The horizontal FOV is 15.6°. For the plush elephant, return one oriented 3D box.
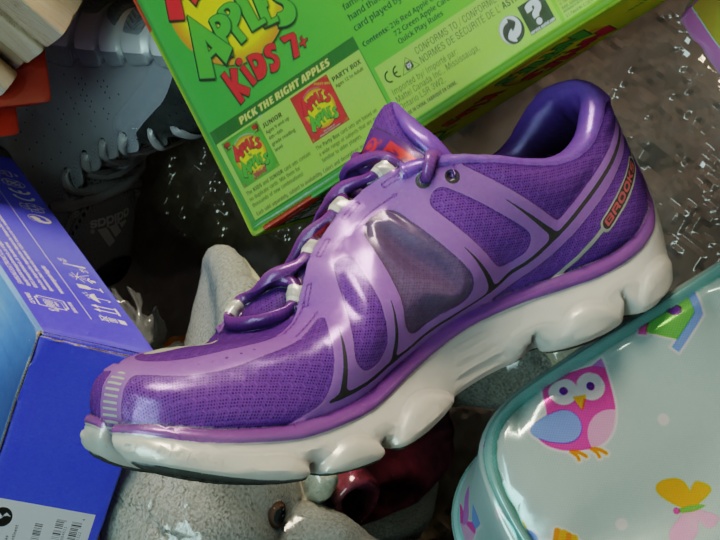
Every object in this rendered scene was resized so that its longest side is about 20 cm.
[{"bbox_3d":[-0.023,0.076,0.867,0.199,0.155,0.165,21,110,3],"label":"plush elephant"}]

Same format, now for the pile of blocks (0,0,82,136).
[{"bbox_3d":[-0.122,-0.090,0.898,0.062,0.082,0.200,40,106,-20],"label":"pile of blocks"}]

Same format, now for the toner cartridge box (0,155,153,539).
[{"bbox_3d":[-0.128,0.030,0.891,0.095,0.043,0.200,-69,27,12],"label":"toner cartridge box"}]

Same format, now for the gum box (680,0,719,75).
[{"bbox_3d":[0.196,-0.046,0.779,0.113,0.066,0.200,-44,73,30],"label":"gum box"}]

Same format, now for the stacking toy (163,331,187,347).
[{"bbox_3d":[-0.104,0.067,0.997,0.200,0.110,0.116,-37,60,21],"label":"stacking toy"}]

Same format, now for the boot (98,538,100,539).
[{"bbox_3d":[-0.114,0.168,0.967,0.155,0.200,0.072,-45,39,34],"label":"boot"}]

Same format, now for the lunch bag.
[{"bbox_3d":[0.126,0.099,0.800,0.200,0.160,0.077,55,166,14],"label":"lunch bag"}]

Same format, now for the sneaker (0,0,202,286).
[{"bbox_3d":[-0.078,-0.047,0.972,0.200,0.075,0.116,13,111,42],"label":"sneaker"}]

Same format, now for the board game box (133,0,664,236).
[{"bbox_3d":[0.026,-0.102,0.811,0.200,0.048,0.102,-31,83,32],"label":"board game box"}]

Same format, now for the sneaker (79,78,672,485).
[{"bbox_3d":[0.000,0.000,0.763,0.081,0.200,0.084,7,119,53],"label":"sneaker"}]
